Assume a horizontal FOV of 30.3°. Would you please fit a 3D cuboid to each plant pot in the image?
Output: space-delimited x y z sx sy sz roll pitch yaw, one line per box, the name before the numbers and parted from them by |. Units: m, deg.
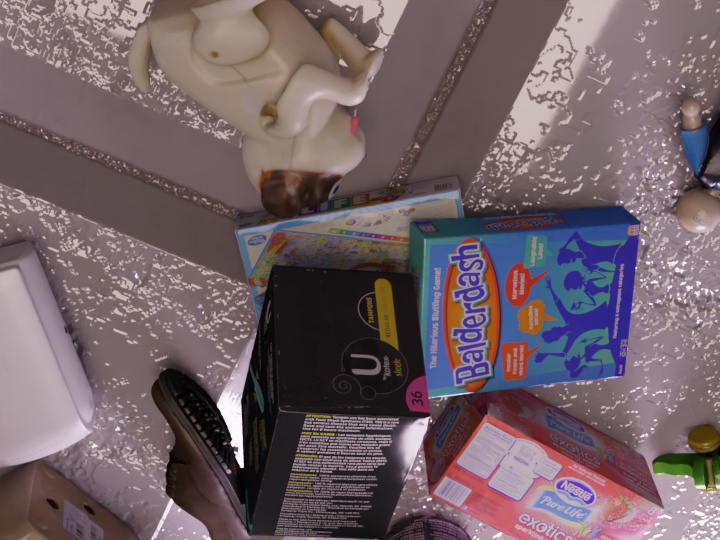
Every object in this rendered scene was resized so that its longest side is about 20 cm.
plant pot | -0.312 0.303 1.244 0.177 0.200 0.200 -45 108 6

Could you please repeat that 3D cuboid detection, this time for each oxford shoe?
oxford shoe | -0.156 0.183 1.248 0.084 0.073 0.200 -19 113 10

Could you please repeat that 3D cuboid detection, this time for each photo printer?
photo printer | -0.339 0.087 1.202 0.166 0.069 0.201 -13 114 5

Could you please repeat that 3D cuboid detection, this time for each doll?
doll | 0.331 -0.117 1.130 0.136 0.049 0.200 20 120 -20

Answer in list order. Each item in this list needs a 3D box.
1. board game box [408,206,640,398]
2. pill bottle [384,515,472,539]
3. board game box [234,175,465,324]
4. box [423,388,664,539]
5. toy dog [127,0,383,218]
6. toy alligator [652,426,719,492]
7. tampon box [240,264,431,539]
board game box | 0.140 0.027 1.168 0.199 0.045 0.153 -5 113 -14
pill bottle | 0.066 0.329 1.248 0.106 0.200 0.107 0 115 0
board game box | 0.000 0.000 1.187 0.199 0.034 0.135 -10 114 3
box | 0.169 0.190 1.243 0.200 0.095 0.103 28 111 -13
toy dog | -0.074 -0.140 1.067 0.193 0.140 0.200 -25 115 11
toy alligator | 0.380 0.176 1.263 0.199 0.054 0.059 -12 115 5
tampon box | -0.026 0.116 1.135 0.126 0.150 0.200 4 140 -12
